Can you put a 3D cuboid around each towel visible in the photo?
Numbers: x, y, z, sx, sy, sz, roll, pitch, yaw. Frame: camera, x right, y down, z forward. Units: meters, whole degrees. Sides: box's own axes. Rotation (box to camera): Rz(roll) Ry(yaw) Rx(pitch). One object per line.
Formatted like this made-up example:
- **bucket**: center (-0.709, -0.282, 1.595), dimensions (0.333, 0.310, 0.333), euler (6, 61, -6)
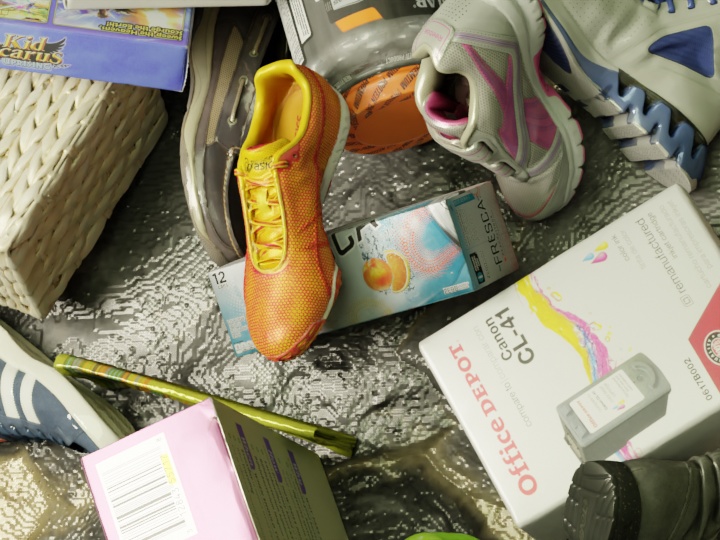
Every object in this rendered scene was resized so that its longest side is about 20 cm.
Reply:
- **towel**: center (-0.106, 0.091, 1.662), dimensions (0.199, 0.086, 0.018), euler (15, 88, 22)

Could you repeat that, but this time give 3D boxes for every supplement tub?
- **supplement tub**: center (0.004, -0.189, 1.683), dimensions (0.122, 0.123, 0.201), euler (-21, 70, 12)

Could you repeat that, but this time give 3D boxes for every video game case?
- **video game case**: center (-0.209, -0.208, 1.676), dimensions (0.199, 0.046, 0.182), euler (7, 45, -4)

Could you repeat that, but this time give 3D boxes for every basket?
- **basket**: center (-0.236, -0.081, 1.714), dimensions (0.123, 0.136, 0.200), euler (25, 71, 17)

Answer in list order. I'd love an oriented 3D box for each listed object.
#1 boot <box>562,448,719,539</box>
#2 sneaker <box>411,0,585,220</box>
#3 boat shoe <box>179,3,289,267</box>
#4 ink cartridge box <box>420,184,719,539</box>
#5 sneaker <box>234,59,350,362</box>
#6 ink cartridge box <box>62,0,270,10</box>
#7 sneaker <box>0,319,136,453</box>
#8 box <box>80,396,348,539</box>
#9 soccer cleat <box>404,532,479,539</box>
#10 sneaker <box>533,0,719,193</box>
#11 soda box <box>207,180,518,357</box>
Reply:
- **boot**: center (0.182, 0.189, 1.533), dimensions (0.130, 0.200, 0.068), euler (-5, 42, -26)
- **sneaker**: center (0.080, -0.105, 1.597), dimensions (0.088, 0.200, 0.081), euler (-38, 40, -18)
- **boat shoe**: center (-0.080, -0.101, 1.714), dimensions (0.073, 0.074, 0.201), euler (-6, 75, 18)
- **ink cartridge box**: center (0.162, 0.063, 1.571), dimensions (0.200, 0.086, 0.148), euler (-32, 68, 7)
- **sneaker**: center (-0.055, -0.039, 1.574), dimensions (0.073, 0.077, 0.201), euler (-13, 65, 32)
- **ink cartridge box**: center (-0.142, -0.270, 1.659), dimensions (0.147, 0.086, 0.200), euler (-3, 48, -14)
- **sneaker**: center (-0.237, 0.101, 1.716), dimensions (0.200, 0.075, 0.085), euler (34, 87, 34)
- **box**: center (-0.073, 0.196, 1.560), dimensions (0.096, 0.200, 0.176), euler (-25, 69, 12)
- **soccer cleat**: center (0.057, 0.266, 1.570), dimensions (0.067, 0.081, 0.201), euler (2, 95, 50)
- **sneaker**: center (0.181, -0.158, 1.613), dimensions (0.199, 0.081, 0.115), euler (45, 76, -16)
- **soda box**: center (0.000, 0.000, 1.623), dimensions (0.200, 0.068, 0.064), euler (-17, 94, 33)
